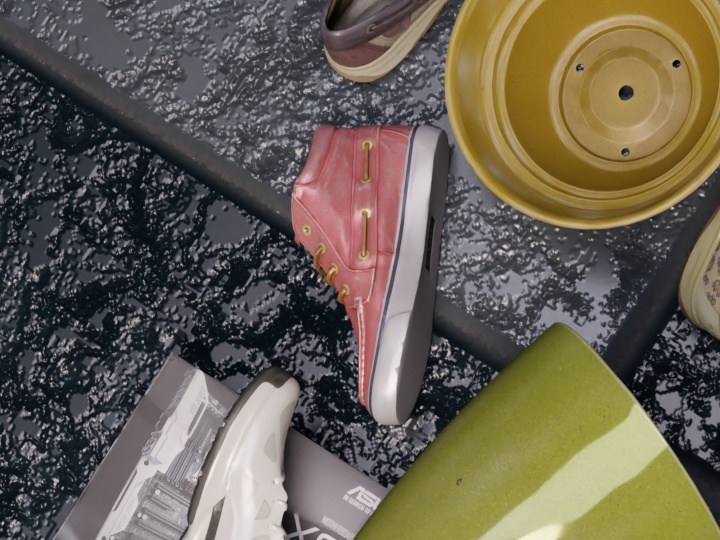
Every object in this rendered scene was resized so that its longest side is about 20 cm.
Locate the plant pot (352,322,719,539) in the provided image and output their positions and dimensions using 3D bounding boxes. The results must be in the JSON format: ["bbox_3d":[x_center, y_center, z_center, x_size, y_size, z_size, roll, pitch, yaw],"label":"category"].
[{"bbox_3d":[0.086,0.164,1.370,0.199,0.187,0.188,-34,72,-6],"label":"plant pot"}]

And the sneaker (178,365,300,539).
[{"bbox_3d":[-0.050,0.167,1.427,0.115,0.076,0.202,21,89,7],"label":"sneaker"}]

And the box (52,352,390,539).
[{"bbox_3d":[-0.078,0.171,1.486,0.199,0.050,0.158,31,84,17],"label":"box"}]

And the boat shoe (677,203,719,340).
[{"bbox_3d":[0.262,-0.047,1.434,0.073,0.063,0.202,12,104,-26],"label":"boat shoe"}]

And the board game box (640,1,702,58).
[{"bbox_3d":[0.233,-0.195,1.527,0.105,0.023,0.200,-45,73,1],"label":"board game box"}]

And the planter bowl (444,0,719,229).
[{"bbox_3d":[0.160,-0.120,1.484,0.199,0.083,0.202,-3,82,21],"label":"planter bowl"}]

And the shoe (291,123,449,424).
[{"bbox_3d":[0.000,0.000,1.505,0.090,0.072,0.202,4,72,14],"label":"shoe"}]

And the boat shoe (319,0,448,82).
[{"bbox_3d":[0.042,-0.217,1.548,0.072,0.065,0.200,37,85,19],"label":"boat shoe"}]
